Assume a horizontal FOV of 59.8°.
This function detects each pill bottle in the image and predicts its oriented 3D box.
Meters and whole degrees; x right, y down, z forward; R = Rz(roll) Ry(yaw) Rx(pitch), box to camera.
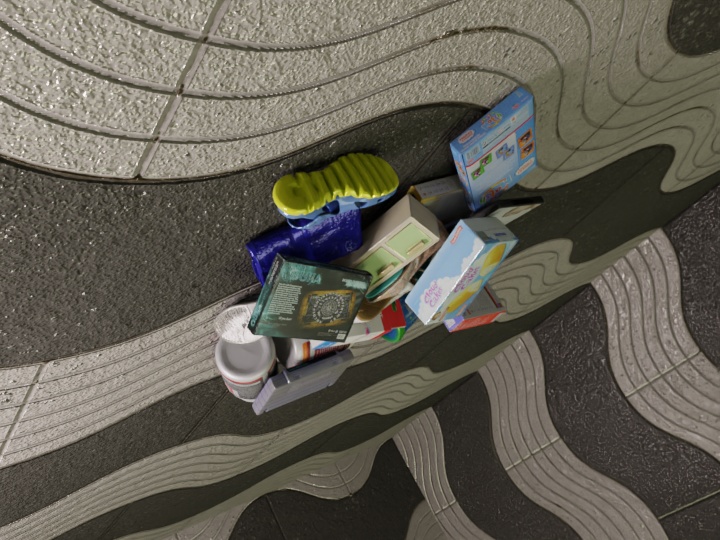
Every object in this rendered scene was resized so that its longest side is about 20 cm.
[{"bbox_3d":[-0.225,0.195,1.269,0.115,0.117,0.201,-25,158,-16],"label":"pill bottle"},{"bbox_3d":[-0.080,0.126,1.319,0.198,0.114,0.113,-16,154,-34],"label":"pill bottle"}]

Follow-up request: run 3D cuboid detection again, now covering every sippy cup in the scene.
[{"bbox_3d":[0.090,0.073,1.434,0.130,0.141,0.177,-32,-174,-26],"label":"sippy cup"}]

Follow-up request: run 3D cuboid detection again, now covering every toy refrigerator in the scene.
[{"bbox_3d":[0.041,-0.037,1.111,0.076,0.070,0.199,34,124,-29],"label":"toy refrigerator"}]

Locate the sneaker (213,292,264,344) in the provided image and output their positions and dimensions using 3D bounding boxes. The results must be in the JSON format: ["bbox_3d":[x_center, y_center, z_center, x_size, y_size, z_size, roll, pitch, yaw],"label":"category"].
[{"bbox_3d":[-0.164,0.068,1.136,0.198,0.076,0.106,-21,-170,18],"label":"sneaker"}]

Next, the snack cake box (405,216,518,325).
[{"bbox_3d":[0.181,0.001,1.130,0.114,0.067,0.201,-10,141,-46],"label":"snack cake box"}]

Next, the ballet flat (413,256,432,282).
[{"bbox_3d":[0.179,-0.030,1.227,0.198,0.064,0.068,-17,112,-9],"label":"ballet flat"}]

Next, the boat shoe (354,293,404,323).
[{"bbox_3d":[0.043,0.035,1.237,0.199,0.071,0.069,-36,-179,-33],"label":"boat shoe"}]

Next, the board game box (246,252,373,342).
[{"bbox_3d":[-0.079,0.051,1.044,0.198,0.028,0.137,11,109,-43],"label":"board game box"}]

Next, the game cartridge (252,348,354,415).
[{"bbox_3d":[-0.116,0.225,1.285,0.198,0.039,0.130,-15,149,-38],"label":"game cartridge"}]

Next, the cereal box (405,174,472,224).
[{"bbox_3d":[0.152,-0.123,1.192,0.198,0.040,0.144,-18,156,-33],"label":"cereal box"}]

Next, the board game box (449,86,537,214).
[{"bbox_3d":[0.237,-0.199,1.086,0.151,0.037,0.200,-39,149,-2],"label":"board game box"}]

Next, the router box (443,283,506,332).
[{"bbox_3d":[0.211,0.029,1.388,0.178,0.201,0.049,-4,147,-47],"label":"router box"}]

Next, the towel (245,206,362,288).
[{"bbox_3d":[-0.085,-0.040,1.036,0.198,0.050,0.148,-28,159,-10],"label":"towel"}]

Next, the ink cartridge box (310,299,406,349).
[{"bbox_3d":[-0.014,0.083,1.265,0.198,0.118,0.067,-5,161,-35],"label":"ink cartridge box"}]

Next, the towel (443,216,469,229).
[{"bbox_3d":[0.184,-0.073,1.285,0.144,0.024,0.199,-27,171,32],"label":"towel"}]

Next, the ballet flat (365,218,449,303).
[{"bbox_3d":[0.093,-0.005,1.153,0.067,0.068,0.200,37,101,-26],"label":"ballet flat"}]

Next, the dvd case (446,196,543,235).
[{"bbox_3d":[0.255,-0.100,1.210,0.142,0.018,0.199,-31,168,38],"label":"dvd case"}]

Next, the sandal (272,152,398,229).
[{"bbox_3d":[-0.038,-0.113,0.918,0.198,0.080,0.087,-14,158,-20],"label":"sandal"}]
